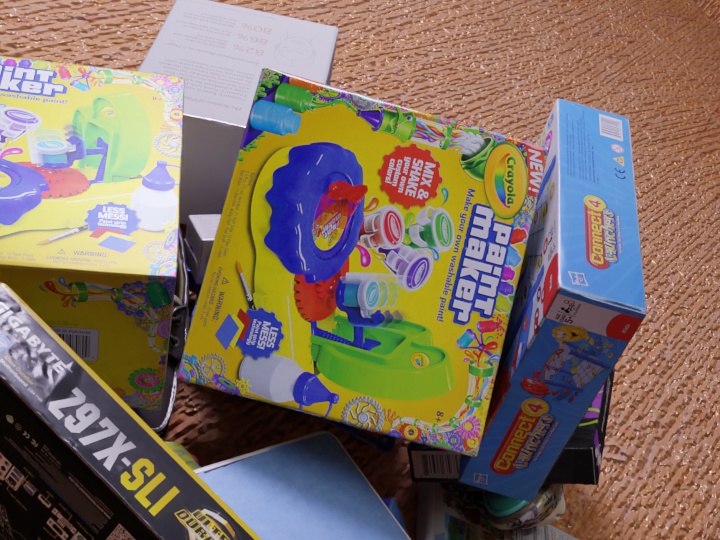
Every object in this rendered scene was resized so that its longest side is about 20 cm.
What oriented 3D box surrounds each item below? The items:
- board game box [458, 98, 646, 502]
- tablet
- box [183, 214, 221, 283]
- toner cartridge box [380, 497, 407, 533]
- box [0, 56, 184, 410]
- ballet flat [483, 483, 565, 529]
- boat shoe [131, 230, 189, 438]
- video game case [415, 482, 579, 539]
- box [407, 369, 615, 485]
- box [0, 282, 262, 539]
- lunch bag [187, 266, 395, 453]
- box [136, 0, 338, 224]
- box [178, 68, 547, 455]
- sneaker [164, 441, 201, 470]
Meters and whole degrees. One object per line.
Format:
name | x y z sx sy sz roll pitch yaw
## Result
board game box | 0.128 0.019 0.724 0.055 0.197 0.201 15 42 -3
tablet | -0.010 0.183 0.604 0.130 0.014 0.200 -9 51 -45
box | -0.039 -0.020 0.823 0.198 0.039 0.041 -3 32 -28
toner cartridge box | -0.006 0.243 0.632 0.200 0.043 0.096 -67 144 -54
box | -0.216 -0.029 0.653 0.198 0.123 0.194 4 44 -13
ballet flat | 0.142 0.168 0.853 0.072 0.072 0.200 37 19 -5
boat shoe | -0.157 0.034 0.739 0.073 0.065 0.201 18 41 -32
video game case | 0.118 0.265 0.790 0.181 0.022 0.201 29 37 -16
box | 0.131 0.112 0.857 0.200 0.142 0.036 -48 131 -65
box | -0.163 0.130 0.545 0.200 0.160 0.049 43 35 5
lunch bag | -0.049 0.036 0.838 0.198 0.095 0.151 19 33 -9
box | -0.109 -0.134 0.894 0.151 0.107 0.201 12 39 -2
box | 0.000 0.000 0.698 0.191 0.122 0.202 14 82 -3
sneaker | -0.110 0.149 0.652 0.199 0.078 0.091 33 25 -18
